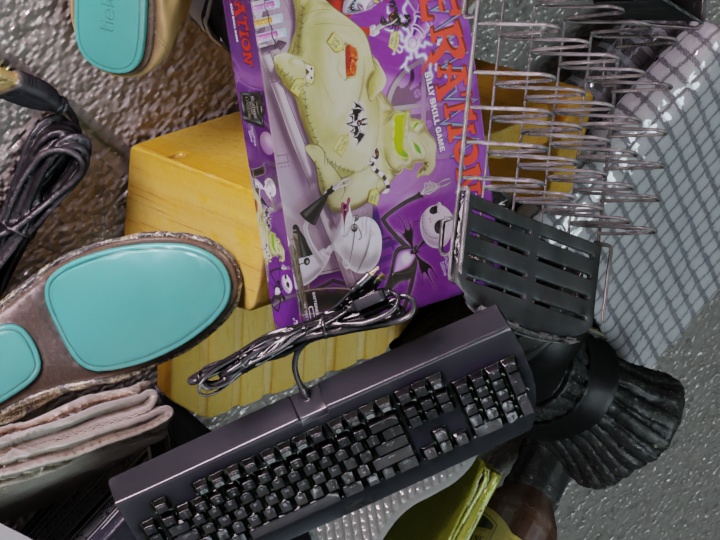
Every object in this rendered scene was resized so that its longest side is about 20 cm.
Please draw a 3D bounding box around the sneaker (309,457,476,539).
[{"bbox_3d":[-0.013,0.132,1.490,0.200,0.073,0.114,-41,-175,-37],"label":"sneaker"}]

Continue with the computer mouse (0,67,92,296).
[{"bbox_3d":[-0.207,-0.036,1.155,0.200,0.046,0.141,19,112,-50],"label":"computer mouse"}]

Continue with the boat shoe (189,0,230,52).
[{"bbox_3d":[-0.022,-0.186,1.180,0.073,0.068,0.200,6,119,-46],"label":"boat shoe"}]

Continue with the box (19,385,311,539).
[{"bbox_3d":[-0.124,0.186,1.292,0.123,0.198,0.200,42,92,-12],"label":"box"}]

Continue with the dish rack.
[{"bbox_3d":[0.100,-0.068,1.189,0.153,0.054,0.201,17,77,-52],"label":"dish rack"}]

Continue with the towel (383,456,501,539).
[{"bbox_3d":[0.015,0.195,1.526,0.018,0.086,0.201,28,93,-29],"label":"towel"}]

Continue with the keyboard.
[{"bbox_3d":[-0.020,0.069,1.146,0.199,0.021,0.127,-25,128,0],"label":"keyboard"}]

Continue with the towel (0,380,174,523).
[{"bbox_3d":[-0.182,0.102,1.238,0.132,0.035,0.200,-16,171,-32],"label":"towel"}]

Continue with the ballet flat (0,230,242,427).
[{"bbox_3d":[-0.150,0.032,1.229,0.199,0.068,0.075,-25,-178,4],"label":"ballet flat"}]

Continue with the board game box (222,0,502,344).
[{"bbox_3d":[0.001,-0.078,1.150,0.120,0.032,0.201,-19,106,-36],"label":"board game box"}]

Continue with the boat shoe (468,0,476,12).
[{"bbox_3d":[0.074,-0.179,1.276,0.200,0.070,0.071,-41,142,-7],"label":"boat shoe"}]

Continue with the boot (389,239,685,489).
[{"bbox_3d":[0.118,0.056,1.392,0.158,0.211,0.080,36,81,-13],"label":"boot"}]

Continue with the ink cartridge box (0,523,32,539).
[{"bbox_3d":[-0.258,0.157,1.159,0.145,0.199,0.088,37,51,-51],"label":"ink cartridge box"}]

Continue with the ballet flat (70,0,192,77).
[{"bbox_3d":[-0.100,-0.183,1.129,0.063,0.068,0.201,-49,156,-47],"label":"ballet flat"}]

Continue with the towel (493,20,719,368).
[{"bbox_3d":[0.162,-0.051,1.467,0.166,0.085,0.200,-48,146,-7],"label":"towel"}]

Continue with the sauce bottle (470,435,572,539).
[{"bbox_3d":[0.083,0.185,1.564,0.065,0.064,0.200,81,32,-46],"label":"sauce bottle"}]

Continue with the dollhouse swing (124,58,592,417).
[{"bbox_3d":[0.000,0.000,1.299,0.199,0.181,0.177,-19,114,-32],"label":"dollhouse swing"}]
